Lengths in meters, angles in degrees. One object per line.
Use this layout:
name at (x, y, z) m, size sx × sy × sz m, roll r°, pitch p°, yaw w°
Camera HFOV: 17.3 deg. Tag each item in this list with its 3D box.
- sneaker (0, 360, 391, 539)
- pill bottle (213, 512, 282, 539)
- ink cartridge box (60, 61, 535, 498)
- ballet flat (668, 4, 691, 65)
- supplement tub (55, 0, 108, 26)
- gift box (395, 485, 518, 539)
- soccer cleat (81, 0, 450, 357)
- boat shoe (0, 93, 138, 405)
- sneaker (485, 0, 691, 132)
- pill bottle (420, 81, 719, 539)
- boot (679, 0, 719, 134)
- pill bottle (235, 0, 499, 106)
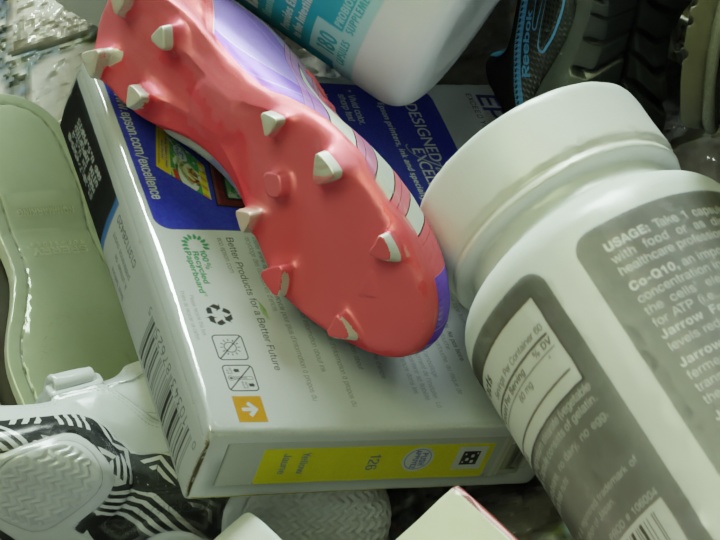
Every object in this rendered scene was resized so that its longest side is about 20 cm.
sneaker at (-0.091, 0.059, 0.914) m, size 0.199 × 0.075 × 0.115 m, roll 7°, pitch 41°, yaw -16°
pill bottle at (-0.081, 0.186, 0.825) m, size 0.200 × 0.117 × 0.116 m, roll -42°, pitch 51°, yaw -9°
ink cartridge box at (0.000, 0.000, 0.933) m, size 0.199 × 0.047 × 0.198 m, roll 3°, pitch 43°, yaw -28°
ballet flat at (0.149, -0.116, 0.978) m, size 0.200 × 0.064 × 0.076 m, roll 27°, pitch 68°, yaw 35°
supplement tub at (-0.072, -0.218, 1.097) m, size 0.140 × 0.141 × 0.201 m, roll 8°, pitch 60°, yaw 27°
gift box at (0.036, 0.211, 0.716) m, size 0.187 × 0.185 × 0.200 m, roll -40°, pitch 45°, yaw -10°
soccer cleat at (-0.024, -0.045, 0.886) m, size 0.200 × 0.076 × 0.067 m, roll 44°, pitch 122°, yaw 29°
boat shoe at (-0.135, 0.022, 1.005) m, size 0.061 × 0.071 × 0.202 m, roll -50°, pitch 50°, yaw 43°
sneaker at (0.100, -0.126, 0.936) m, size 0.073 × 0.201 × 0.082 m, roll 1°, pitch 40°, yaw -32°
pill bottle at (0.107, 0.038, 0.829) m, size 0.113 × 0.114 × 0.200 m, roll -30°, pitch 63°, yaw 0°
boot at (0.223, -0.106, 0.803) m, size 0.199 × 0.073 × 0.183 m, roll 20°, pitch 90°, yaw 11°
pill bottle at (-0.033, -0.162, 0.947) m, size 0.200 × 0.111 × 0.111 m, roll 35°, pitch 72°, yaw 7°
